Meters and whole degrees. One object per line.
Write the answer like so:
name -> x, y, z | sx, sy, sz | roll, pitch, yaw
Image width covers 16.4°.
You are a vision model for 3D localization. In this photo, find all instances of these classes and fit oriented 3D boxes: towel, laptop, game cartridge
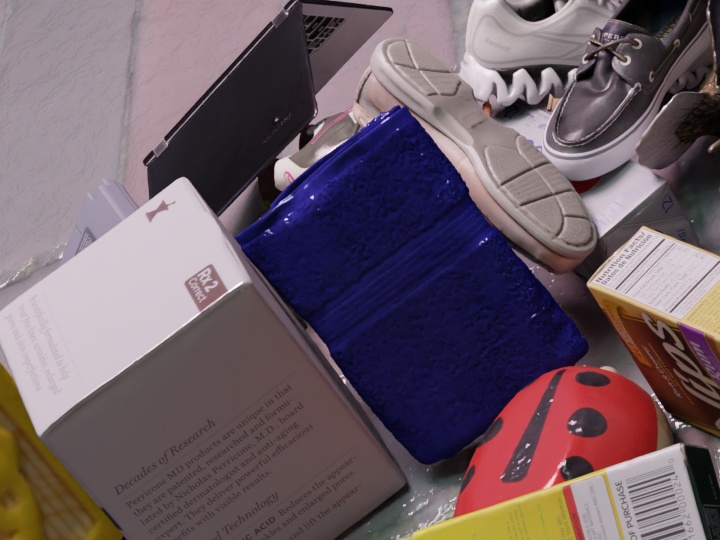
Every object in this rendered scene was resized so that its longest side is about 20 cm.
towel -> 0.035, 0.010, 1.571 | 0.147, 0.200, 0.050 | -36, 4, 26
laptop -> -0.062, -0.097, 1.843 | 0.187, 0.200, 0.116 | -44, 68, 28
game cartridge -> -0.199, 0.047, 1.825 | 0.133, 0.041, 0.201 | 45, 116, 55

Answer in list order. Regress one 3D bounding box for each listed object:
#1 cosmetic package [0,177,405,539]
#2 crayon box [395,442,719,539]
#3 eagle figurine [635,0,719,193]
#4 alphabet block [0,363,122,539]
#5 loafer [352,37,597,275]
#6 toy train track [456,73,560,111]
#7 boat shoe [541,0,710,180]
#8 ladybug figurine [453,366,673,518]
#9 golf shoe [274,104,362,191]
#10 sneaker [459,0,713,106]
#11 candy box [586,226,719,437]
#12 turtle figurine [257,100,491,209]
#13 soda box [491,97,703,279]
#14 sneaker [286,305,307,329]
cosmetic package -> -0.106, 0.084, 1.619 | 0.165, 0.200, 0.165 | -37, 32, 0
crayon box -> 0.111, 0.183, 1.368 | 0.199, 0.051, 0.128 | -20, 76, 23
eagle figurine -> 0.262, -0.129, 1.628 | 0.151, 0.151, 0.201 | -29, 42, 27
alphabet block -> -0.319, 0.171, 1.714 | 0.199, 0.197, 0.196 | 6, 52, 47
loafer -> 0.071, -0.064, 1.610 | 0.072, 0.200, 0.063 | -18, -31, -48
toy train track -> 0.116, -0.154, 1.839 | 0.199, 0.033, 0.115 | -7, 30, 21
boat shoe -> 0.179, -0.142, 1.654 | 0.070, 0.066, 0.200 | 18, 51, 37
ladybug figurine -> 0.113, 0.128, 1.478 | 0.135, 0.072, 0.201 | -11, 40, 35
golf shoe -> 0.009, -0.097, 1.742 | 0.088, 0.078, 0.200 | -1, 16, 21
sneaker -> 0.168, -0.164, 1.742 | 0.199, 0.082, 0.075 | -5, 20, -12
candy box -> 0.228, 0.055, 1.425 | 0.056, 0.117, 0.200 | -43, 32, -13
turtle figurine -> -0.003, -0.072, 1.854 | 0.161, 0.065, 0.200 | 2, 48, 44
soda box -> 0.145, -0.047, 1.680 | 0.063, 0.068, 0.200 | -39, 33, -9
sneaker -> -0.118, 0.058, 1.802 | 0.199, 0.077, 0.089 | -8, 52, 46
